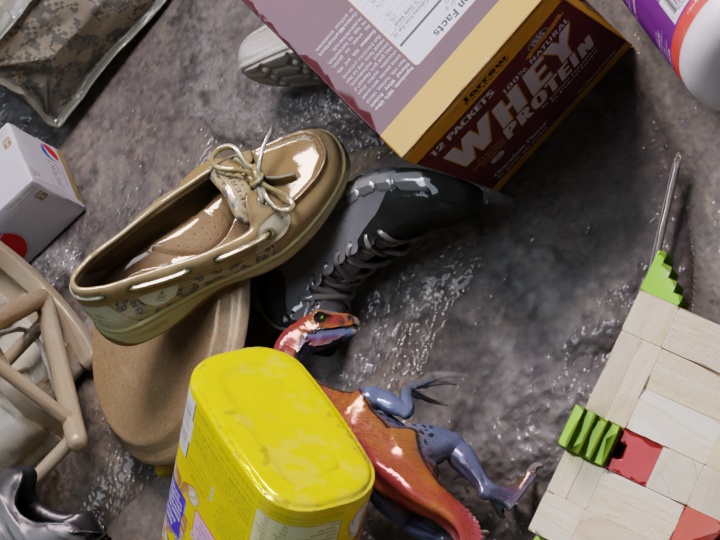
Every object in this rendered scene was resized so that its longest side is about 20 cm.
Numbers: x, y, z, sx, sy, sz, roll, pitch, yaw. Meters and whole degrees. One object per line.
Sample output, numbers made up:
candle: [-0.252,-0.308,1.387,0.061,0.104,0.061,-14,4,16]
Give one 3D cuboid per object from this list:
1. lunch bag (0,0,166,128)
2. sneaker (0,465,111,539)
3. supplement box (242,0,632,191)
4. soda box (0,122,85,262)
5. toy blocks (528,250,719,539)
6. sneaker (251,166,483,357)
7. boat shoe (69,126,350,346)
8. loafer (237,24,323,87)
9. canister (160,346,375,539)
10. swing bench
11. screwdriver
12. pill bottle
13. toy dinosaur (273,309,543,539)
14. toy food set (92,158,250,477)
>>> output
lunch bag: [-0.238,-0.240,1.788,0.200,0.118,0.164,-49,48,2]
sneaker: [-0.188,0.210,1.523,0.200,0.076,0.091,41,97,6]
supplement box: [0.035,-0.172,1.439,0.200,0.197,0.133,46,102,17]
soda box: [-0.307,-0.018,1.775,0.200,0.064,0.068,-42,51,17]
toy blocks: [0.191,0.109,1.298,0.137,0.100,0.200,24,87,19]
sneaker: [0.000,0.000,1.523,0.200,0.075,0.116,-8,70,47]
boat shoe: [-0.095,-0.028,1.483,0.200,0.063,0.073,-39,57,-4]
loafer: [0.004,-0.183,1.599,0.200,0.070,0.070,-19,65,21]
canister: [-0.063,0.165,1.411,0.149,0.086,0.200,53,143,38]
swing bench: [-0.295,0.110,1.650,0.199,0.130,0.200,-45,16,15]
screwdriver: [0.174,0.025,1.398,0.028,0.029,0.200,4,70,40]
pill bottle: [0.207,-0.196,1.411,0.112,0.112,0.200,-42,49,16]
toy dinosaur: [0.018,0.093,1.407,0.181,0.200,0.105,37,89,6]
toy food set: [-0.125,0.037,1.582,0.198,0.049,0.200,-46,47,39]
